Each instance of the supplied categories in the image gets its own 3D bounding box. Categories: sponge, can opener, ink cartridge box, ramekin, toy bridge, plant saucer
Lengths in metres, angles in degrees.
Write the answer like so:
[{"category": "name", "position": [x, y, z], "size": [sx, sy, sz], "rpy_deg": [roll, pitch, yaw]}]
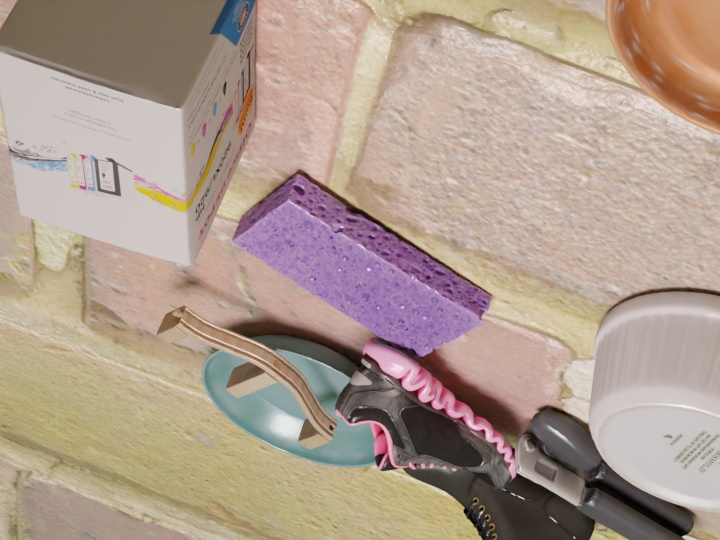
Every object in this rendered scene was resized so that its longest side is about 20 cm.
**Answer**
[{"category": "sponge", "position": [0.000, 0.000, 1.572], "size": [0.199, 0.030, 0.111], "rpy_deg": [32, 148, -16]}, {"category": "can opener", "position": [0.224, 0.199, 1.707], "size": [0.199, 0.053, 0.066], "rpy_deg": [34, 146, -18]}, {"category": "ink cartridge box", "position": [-0.165, -0.130, 1.368], "size": [0.144, 0.148, 0.200], "rpy_deg": [18, 149, 8]}, {"category": "ramekin", "position": [0.274, 0.113, 1.505], "size": [0.201, 0.095, 0.203], "rpy_deg": [17, 148, 11]}, {"category": "toy bridge", "position": [-0.095, 0.094, 1.708], "size": [0.200, 0.027, 0.067], "rpy_deg": [39, 142, -25]}, {"category": "plant saucer", "position": [-0.052, 0.117, 1.776], "size": [0.199, 0.036, 0.201], "rpy_deg": [16, 147, 11]}, {"category": "plant saucer", "position": [0.253, -0.155, 1.170], "size": [0.199, 0.038, 0.201], "rpy_deg": [16, 147, 10]}]

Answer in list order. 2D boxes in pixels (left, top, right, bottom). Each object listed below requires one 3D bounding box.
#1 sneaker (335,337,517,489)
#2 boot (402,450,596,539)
[{"category": "sneaker", "position": [0.055, 0.147, 1.677], "size": [0.200, 0.096, 0.079], "rpy_deg": [40, 172, -26]}, {"category": "boot", "position": [0.114, 0.236, 1.750], "size": [0.199, 0.139, 0.078], "rpy_deg": [15, 148, 14]}]
